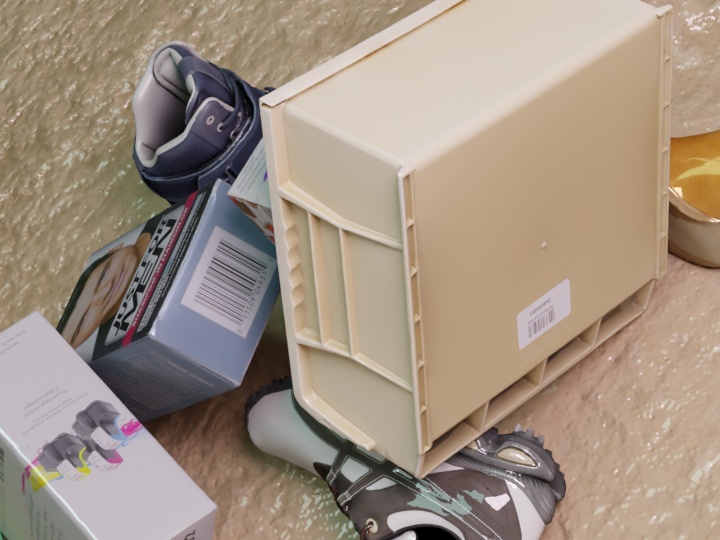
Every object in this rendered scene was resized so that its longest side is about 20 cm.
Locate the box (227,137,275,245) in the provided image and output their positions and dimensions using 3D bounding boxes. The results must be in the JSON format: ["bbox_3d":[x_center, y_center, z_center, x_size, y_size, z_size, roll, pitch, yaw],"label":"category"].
[{"bbox_3d":[0.000,0.000,1.124,0.039,0.200,0.041,19,70,40],"label":"box"}]

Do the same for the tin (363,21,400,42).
[{"bbox_3d":[0.022,-0.054,1.162,0.112,0.200,0.042,-7,47,-24],"label":"tin"}]

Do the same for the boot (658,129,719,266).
[{"bbox_3d":[0.229,-0.068,1.136,0.201,0.071,0.144,29,71,36],"label":"boot"}]

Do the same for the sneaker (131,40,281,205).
[{"bbox_3d":[-0.042,-0.100,1.252,0.202,0.146,0.077,-35,48,3],"label":"sneaker"}]

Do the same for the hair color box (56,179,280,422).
[{"bbox_3d":[-0.115,0.025,1.196,0.200,0.061,0.099,-24,39,61],"label":"hair color box"}]

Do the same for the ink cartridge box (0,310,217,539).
[{"bbox_3d":[-0.143,0.134,1.146,0.068,0.115,0.200,-33,66,-27],"label":"ink cartridge box"}]

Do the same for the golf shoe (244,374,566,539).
[{"bbox_3d":[0.008,0.116,1.127,0.200,0.078,0.095,10,66,35],"label":"golf shoe"}]

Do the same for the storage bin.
[{"bbox_3d":[0.061,-0.029,1.064,0.094,0.199,0.200,28,47,36],"label":"storage bin"}]

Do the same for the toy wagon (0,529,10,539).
[{"bbox_3d":[-0.249,0.179,1.182,0.200,0.040,0.155,-5,48,-18],"label":"toy wagon"}]
